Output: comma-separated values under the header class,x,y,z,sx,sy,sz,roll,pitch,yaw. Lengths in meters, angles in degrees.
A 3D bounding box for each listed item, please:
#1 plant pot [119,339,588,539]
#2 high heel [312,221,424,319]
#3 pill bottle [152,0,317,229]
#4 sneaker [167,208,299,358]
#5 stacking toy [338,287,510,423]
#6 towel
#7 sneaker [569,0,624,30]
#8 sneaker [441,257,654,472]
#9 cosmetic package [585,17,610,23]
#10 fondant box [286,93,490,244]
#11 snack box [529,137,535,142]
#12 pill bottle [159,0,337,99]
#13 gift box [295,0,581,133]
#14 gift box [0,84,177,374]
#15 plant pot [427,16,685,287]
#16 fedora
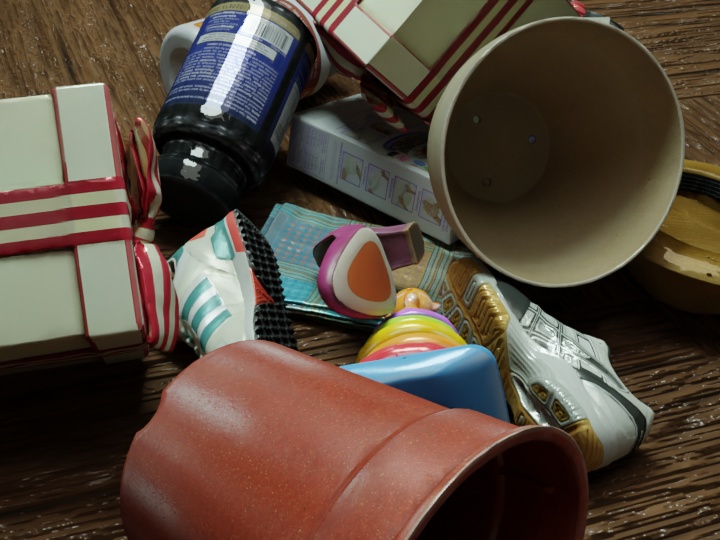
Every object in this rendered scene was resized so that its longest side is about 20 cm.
class,x,y,z,sx,sy,sz,roll,pitch,yaw
plant pot,-0.014,0.138,0.578,0.195,0.201,0.201,24,39,37
high heel,-0.019,0.004,0.796,0.096,0.068,0.200,-13,4,19
pill bottle,-0.121,-0.143,0.970,0.112,0.112,0.200,14,64,13
sneaker,-0.105,0.048,0.805,0.093,0.070,0.200,-26,49,14
stacking toy,0.038,0.067,0.762,0.116,0.110,0.200,-10,25,5
towel,0.000,0.000,0.909,0.199,0.022,0.147,12,36,10
sneaker,0.265,-0.245,1.244,0.098,0.071,0.201,19,43,3
sneaker,0.135,0.066,0.794,0.087,0.076,0.200,-9,48,-30
cosmetic package,0.159,-0.203,1.119,0.199,0.087,0.104,1,46,12
fondant box,0.050,-0.106,1.021,0.200,0.058,0.144,27,34,30
snack box,0.253,-0.094,1.020,0.200,0.024,0.072,21,35,-8
pill bottle,-0.105,-0.228,1.142,0.200,0.112,0.112,-27,46,-37
gift box,0.069,-0.222,0.969,0.200,0.187,0.185,35,13,-41
gift box,-0.229,-0.022,0.740,0.186,0.185,0.200,-8,-4,-10
plant pot,0.136,-0.097,0.853,0.200,0.201,0.134,-6,11,-15
fedora,0.288,-0.022,0.920,0.200,0.082,0.201,5,37,-4
